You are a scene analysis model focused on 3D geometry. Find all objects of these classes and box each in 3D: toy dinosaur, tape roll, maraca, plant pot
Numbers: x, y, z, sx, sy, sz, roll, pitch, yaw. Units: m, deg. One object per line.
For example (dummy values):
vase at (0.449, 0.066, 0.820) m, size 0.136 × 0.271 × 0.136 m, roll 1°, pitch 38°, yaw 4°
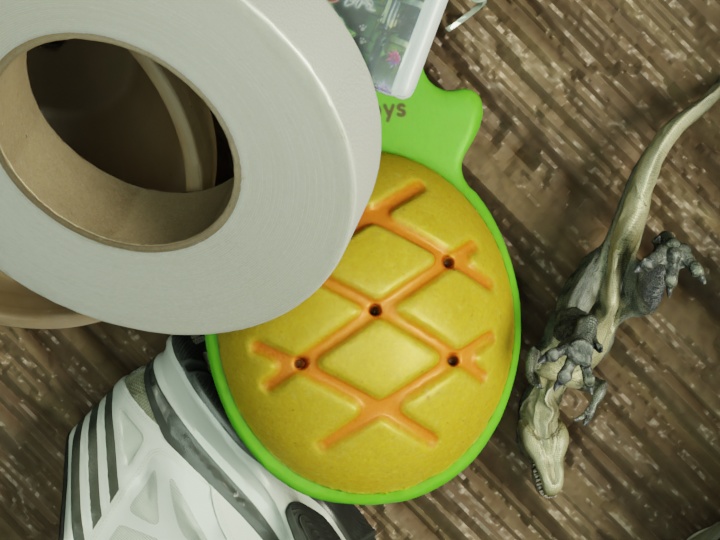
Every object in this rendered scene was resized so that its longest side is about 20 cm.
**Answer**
toy dinosaur at (0.108, 0.010, 1.088) m, size 0.047 × 0.088 × 0.201 m, roll 25°, pitch 101°, yaw -6°
tape roll at (-0.091, -0.060, 0.997) m, size 0.202 × 0.037 × 0.203 m, roll 12°, pitch 134°, yaw 12°
maraca at (0.000, 0.000, 1.096) m, size 0.136 × 0.107 × 0.201 m, roll -2°, pitch 84°, yaw -9°
plant pot at (-0.148, -0.080, 1.094) m, size 0.200 × 0.093 × 0.201 m, roll 11°, pitch 132°, yaw 12°

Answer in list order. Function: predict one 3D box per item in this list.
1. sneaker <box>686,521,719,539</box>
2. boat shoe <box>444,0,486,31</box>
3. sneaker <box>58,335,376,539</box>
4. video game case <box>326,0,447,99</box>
sneaker at (0.173, 0.123, 1.079) m, size 0.200 × 0.079 × 0.074 m, roll -36°, pitch 58°, yaw 25°
boat shoe at (0.050, -0.149, 1.084) m, size 0.200 × 0.075 × 0.062 m, roll -33°, pitch 87°, yaw -2°
sneaker at (-0.060, 0.137, 1.148) m, size 0.115 × 0.076 × 0.201 m, roll -37°, pitch 83°, yaw 20°
video game case at (-0.030, -0.190, 0.969) m, size 0.181 × 0.023 × 0.201 m, roll 22°, pitch 100°, yaw 4°
